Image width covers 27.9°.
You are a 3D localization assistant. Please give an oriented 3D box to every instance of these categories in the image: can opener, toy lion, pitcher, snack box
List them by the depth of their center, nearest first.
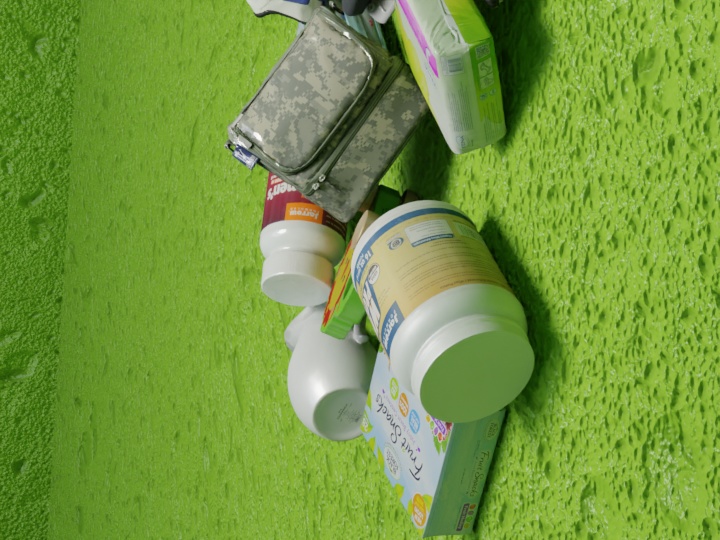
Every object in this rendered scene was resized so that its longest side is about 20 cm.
[{"bbox_3d":[0.075,0.164,1.596,0.200,0.067,0.170,-121,38,-53],"label":"snack box"},{"bbox_3d":[0.042,-0.351,1.631,0.054,0.066,0.200,57,142,14],"label":"can opener"},{"bbox_3d":[0.000,0.000,1.670,0.200,0.068,0.193,-86,19,-68],"label":"toy lion"},{"bbox_3d":[-0.023,0.098,1.791,0.172,0.120,0.201,-60,23,25],"label":"pitcher"}]

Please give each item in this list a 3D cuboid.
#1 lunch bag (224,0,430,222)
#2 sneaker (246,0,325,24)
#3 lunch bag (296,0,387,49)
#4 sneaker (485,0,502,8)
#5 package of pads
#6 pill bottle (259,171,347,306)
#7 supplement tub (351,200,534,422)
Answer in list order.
[{"bbox_3d":[-0.035,-0.175,1.618,0.201,0.167,0.139,-53,12,5],"label":"lunch bag"},{"bbox_3d":[-0.059,-0.360,1.726,0.116,0.198,0.081,63,178,-32],"label":"sneaker"},{"bbox_3d":[-0.019,-0.262,1.793,0.161,0.076,0.202,117,144,-52],"label":"lunch bag"},{"bbox_3d":[0.130,-0.337,1.475,0.076,0.075,0.201,-40,36,16],"label":"sneaker"},{"bbox_3d":[0.085,-0.237,1.496,0.155,0.068,0.201,73,178,-51],"label":"package of pads"},{"bbox_3d":[-0.069,-0.065,1.828,0.110,0.109,0.202,131,149,-58],"label":"pill bottle"},{"bbox_3d":[0.083,0.040,1.473,0.201,0.143,0.146,-115,33,-46],"label":"supplement tub"}]
